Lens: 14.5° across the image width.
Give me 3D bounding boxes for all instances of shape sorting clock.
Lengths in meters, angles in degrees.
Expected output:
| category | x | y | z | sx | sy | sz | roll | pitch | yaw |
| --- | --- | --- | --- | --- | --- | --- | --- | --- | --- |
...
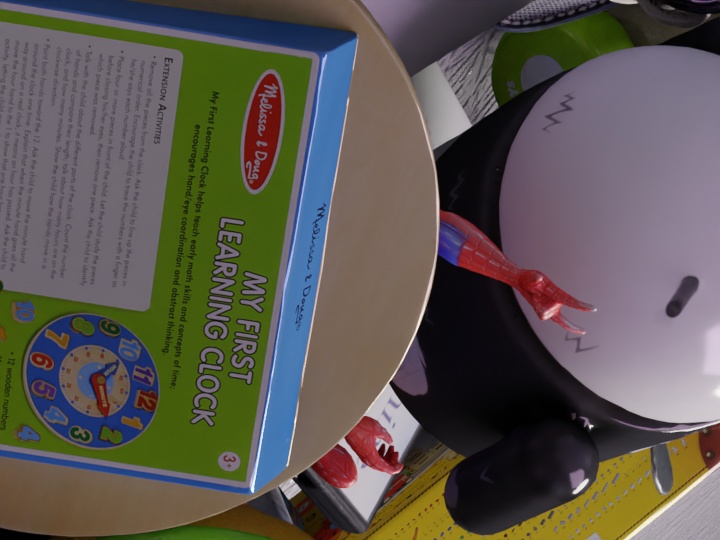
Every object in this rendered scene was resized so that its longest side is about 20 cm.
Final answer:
| category | x | y | z | sx | sy | sz | roll | pitch | yaw |
| --- | --- | --- | --- | --- | --- | --- | --- | --- | --- |
| shape sorting clock | -0.077 | -0.015 | 0.778 | 0.200 | 0.199 | 0.039 | -54 | -167 | 24 |

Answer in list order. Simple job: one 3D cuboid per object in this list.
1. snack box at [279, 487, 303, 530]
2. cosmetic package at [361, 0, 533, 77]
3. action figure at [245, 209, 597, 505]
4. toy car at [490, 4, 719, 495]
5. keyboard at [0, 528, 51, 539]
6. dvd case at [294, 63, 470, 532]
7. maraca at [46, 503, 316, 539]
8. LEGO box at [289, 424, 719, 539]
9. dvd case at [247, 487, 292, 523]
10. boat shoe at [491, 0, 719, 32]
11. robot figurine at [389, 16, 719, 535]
| category | x | y | z | sx | sy | sz | roll | pitch | yaw |
| --- | --- | --- | --- | --- | --- | --- | --- | --- | --- |
| snack box | -0.074 | 0.144 | 1.161 | 0.116 | 0.037 | 0.200 | -36 | -172 | 1 |
| cosmetic package | -0.009 | -0.105 | 0.883 | 0.200 | 0.071 | 0.102 | -34 | 158 | -34 |
| action figure | 0.004 | 0.035 | 0.864 | 0.065 | 0.099 | 0.200 | -39 | 158 | -28 |
| toy car | 0.149 | -0.015 | 1.130 | 0.164 | 0.157 | 0.201 | -23 | 121 | -48 |
| keyboard | -0.071 | 0.019 | 0.869 | 0.200 | 0.040 | 0.104 | -49 | 163 | 7 |
| dvd case | 0.000 | 0.000 | 1.031 | 0.143 | 0.017 | 0.200 | -62 | 154 | -14 |
| maraca | -0.044 | 0.143 | 0.899 | 0.136 | 0.107 | 0.200 | -21 | 136 | 16 |
| LEGO box | 0.058 | 0.096 | 1.259 | 0.200 | 0.077 | 0.149 | -39 | -170 | -2 |
| dvd case | -0.084 | 0.132 | 1.047 | 0.143 | 0.018 | 0.200 | -40 | -173 | -1 |
| boat shoe | 0.093 | -0.117 | 0.970 | 0.200 | 0.074 | 0.093 | -38 | -148 | 45 |
| robot figurine | 0.078 | 0.001 | 0.933 | 0.124 | 0.151 | 0.200 | -9 | 171 | -25 |
